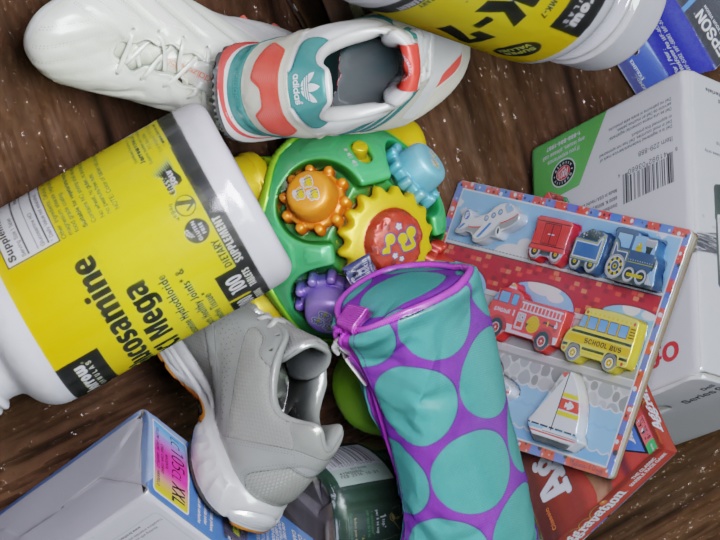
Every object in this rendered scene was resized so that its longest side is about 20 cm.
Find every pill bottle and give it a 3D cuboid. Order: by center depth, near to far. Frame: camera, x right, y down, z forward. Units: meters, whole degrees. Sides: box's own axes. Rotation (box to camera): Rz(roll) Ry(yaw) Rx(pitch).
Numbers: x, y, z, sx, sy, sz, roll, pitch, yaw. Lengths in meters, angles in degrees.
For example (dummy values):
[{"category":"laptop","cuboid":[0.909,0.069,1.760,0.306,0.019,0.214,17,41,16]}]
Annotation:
[{"category":"pill bottle","cuboid":[-0.148,0.002,1.419,0.200,0.112,0.113,-30,113,-1]},{"category":"pill bottle","cuboid":[0.075,-0.179,1.435,0.200,0.114,0.115,14,90,-45]}]

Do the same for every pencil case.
[{"category":"pencil case","cuboid":[0.042,0.091,1.477,0.092,0.085,0.200,-21,116,-12]}]

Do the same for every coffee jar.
[{"category":"coffee jar","cuboid":[0.048,0.146,1.601,0.200,0.085,0.105,-9,113,-30]}]

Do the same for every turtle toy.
[{"category":"turtle toy","cuboid":[0.000,0.000,1.541,0.145,0.101,0.201,-16,105,-29]}]

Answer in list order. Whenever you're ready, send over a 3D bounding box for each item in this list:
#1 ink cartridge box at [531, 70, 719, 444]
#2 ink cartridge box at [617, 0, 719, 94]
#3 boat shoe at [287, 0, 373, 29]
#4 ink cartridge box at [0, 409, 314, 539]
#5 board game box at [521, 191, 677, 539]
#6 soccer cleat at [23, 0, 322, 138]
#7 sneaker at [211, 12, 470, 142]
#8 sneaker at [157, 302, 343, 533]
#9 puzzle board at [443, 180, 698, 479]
[{"category":"ink cartridge box","cuboid":[0.181,0.001,1.587,0.084,0.146,0.201,18,62,-34]},{"category":"ink cartridge box","cuboid":[0.235,-0.206,1.696,0.200,0.039,0.100,-46,118,-17]},{"category":"boat shoe","cuboid":[-0.039,-0.193,1.508,0.075,0.075,0.203,-41,116,-14]},{"category":"ink cartridge box","cuboid":[-0.102,0.188,1.484,0.136,0.076,0.200,-35,121,23]},{"category":"board game box","cuboid":[0.118,0.060,1.556,0.019,0.200,0.103,15,130,-36]},{"category":"soccer cleat","cuboid":[-0.096,-0.116,1.455,0.200,0.078,0.069,6,126,-42]},{"category":"sneaker","cuboid":[0.013,-0.109,1.452,0.200,0.093,0.071,-14,102,-47]},{"category":"sneaker","cuboid":[-0.059,0.046,1.467,0.092,0.200,0.076,-39,144,25]},{"category":"puzzle board","cuboid":[0.101,0.031,1.551,0.017,0.200,0.151,23,84,-41]}]
